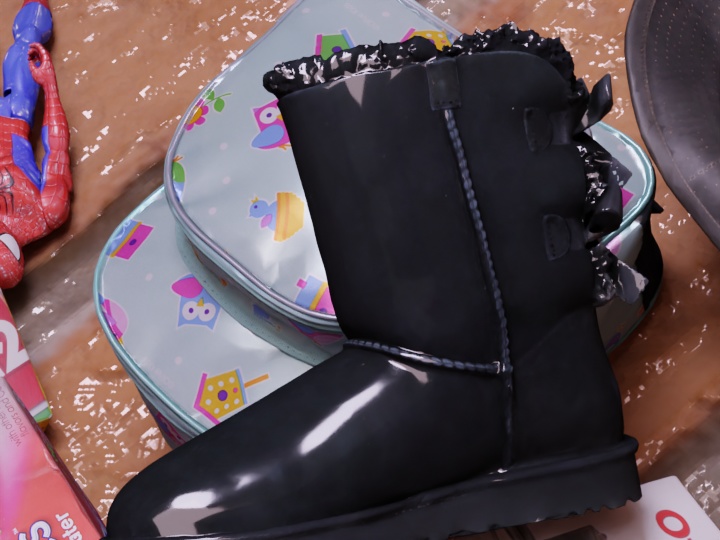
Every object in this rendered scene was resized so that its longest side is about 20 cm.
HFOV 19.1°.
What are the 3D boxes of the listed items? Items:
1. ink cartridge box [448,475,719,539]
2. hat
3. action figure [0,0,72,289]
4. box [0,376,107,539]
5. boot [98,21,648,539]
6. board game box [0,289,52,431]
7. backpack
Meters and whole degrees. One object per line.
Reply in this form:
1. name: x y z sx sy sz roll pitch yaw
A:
1. ink cartridge box: 0.056 0.160 0.688 0.200 0.083 0.147 -12 48 -34
2. hat: 0.197 -0.052 0.843 0.200 0.081 0.201 0 64 0
3. action figure: -0.167 -0.077 0.980 0.065 0.052 0.200 -11 58 3
4. box: -0.117 0.152 0.789 0.100 0.096 0.200 -32 56 -8
5. boot: 0.000 0.009 0.699 0.198 0.073 0.163 -10 91 -16
6. board game box: -0.210 -0.011 0.898 0.095 0.030 0.200 -18 73 -27
7. backpack: 0.000 0.000 0.827 0.176 0.153 0.200 37 80 25
